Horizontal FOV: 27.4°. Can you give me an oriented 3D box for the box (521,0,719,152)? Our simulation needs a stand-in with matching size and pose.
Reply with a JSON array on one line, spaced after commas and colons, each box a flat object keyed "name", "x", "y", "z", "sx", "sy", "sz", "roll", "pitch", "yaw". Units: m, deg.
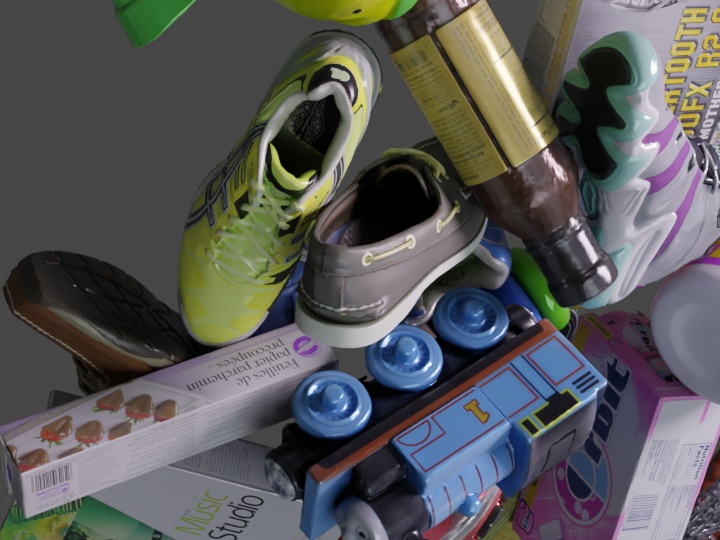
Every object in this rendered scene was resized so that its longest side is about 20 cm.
[{"name": "box", "x": 0.184, "y": -0.152, "z": 0.904, "sx": 0.158, "sy": 0.048, "sz": 0.201, "roll": -5, "pitch": 128, "yaw": -24}]

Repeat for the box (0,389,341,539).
[{"name": "box", "x": -0.117, "y": 0.148, "z": 0.927, "sx": 0.199, "sy": 0.036, "sz": 0.145, "roll": 17, "pitch": 139, "yaw": -14}]

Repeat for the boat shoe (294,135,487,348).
[{"name": "boat shoe", "x": 0.025, "y": -0.033, "z": 0.843, "sx": 0.202, "sy": 0.072, "sz": 0.061, "roll": -49, "pitch": 149, "yaw": -49}]

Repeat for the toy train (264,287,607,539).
[{"name": "toy train", "x": 0.043, "y": 0.091, "z": 0.858, "sx": 0.199, "sy": 0.114, "sz": 0.087, "roll": -30, "pitch": 149, "yaw": -27}]

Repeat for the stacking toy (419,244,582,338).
[{"name": "stacking toy", "x": 0.119, "y": 0.008, "z": 0.984, "sx": 0.200, "sy": 0.085, "sz": 0.085, "roll": -36, "pitch": 134, "yaw": -4}]

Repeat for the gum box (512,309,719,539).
[{"name": "gum box", "x": 0.187, "y": 0.137, "z": 1.075, "sx": 0.066, "sy": 0.114, "sz": 0.201, "roll": 0, "pitch": 117, "yaw": -27}]

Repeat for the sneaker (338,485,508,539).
[{"name": "sneaker", "x": 0.031, "y": 0.162, "z": 0.973, "sx": 0.087, "sy": 0.074, "sz": 0.201, "roll": 34, "pitch": 93, "yaw": -6}]

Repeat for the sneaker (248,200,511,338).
[{"name": "sneaker", "x": 0.000, "y": 0.000, "z": 0.910, "sx": 0.199, "sy": 0.077, "sz": 0.076, "roll": -21, "pitch": 134, "yaw": -9}]

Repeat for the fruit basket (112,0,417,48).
[{"name": "fruit basket", "x": -0.032, "y": -0.184, "z": 0.712, "sx": 0.214, "sy": 0.156, "sz": 0.217, "roll": -5, "pitch": 115, "yaw": -10}]

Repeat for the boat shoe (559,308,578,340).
[{"name": "boat shoe", "x": 0.081, "y": 0.097, "z": 1.037, "sx": 0.200, "sy": 0.066, "sz": 0.070, "roll": -39, "pitch": 134, "yaw": 6}]

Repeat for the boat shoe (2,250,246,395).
[{"name": "boat shoe", "x": -0.134, "y": 0.058, "z": 0.890, "sx": 0.074, "sy": 0.076, "sz": 0.200, "roll": -44, "pitch": 132, "yaw": 15}]

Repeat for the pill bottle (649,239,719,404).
[{"name": "pill bottle", "x": 0.294, "y": 0.002, "z": 1.014, "sx": 0.200, "sy": 0.104, "sz": 0.105, "roll": -34, "pitch": 140, "yaw": -35}]

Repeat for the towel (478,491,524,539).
[{"name": "towel", "x": 0.080, "y": 0.240, "z": 1.183, "sx": 0.143, "sy": 0.023, "sz": 0.200, "roll": 25, "pitch": 112, "yaw": -40}]

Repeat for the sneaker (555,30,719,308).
[{"name": "sneaker", "x": 0.191, "y": -0.073, "z": 0.893, "sx": 0.139, "sy": 0.078, "sz": 0.201, "roll": -17, "pitch": 142, "yaw": -16}]

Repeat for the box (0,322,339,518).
[{"name": "box", "x": -0.107, "y": 0.082, "z": 0.844, "sx": 0.199, "sy": 0.039, "sz": 0.042, "roll": -19, "pitch": 139, "yaw": -25}]

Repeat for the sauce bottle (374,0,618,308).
[{"name": "sauce bottle", "x": 0.081, "y": -0.071, "z": 0.844, "sx": 0.065, "sy": 0.065, "sz": 0.201, "roll": -30, "pitch": 102, "yaw": -2}]

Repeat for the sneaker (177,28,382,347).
[{"name": "sneaker", "x": -0.056, "y": -0.042, "z": 0.833, "sx": 0.075, "sy": 0.076, "sz": 0.201, "roll": 25, "pitch": 109, "yaw": -3}]
